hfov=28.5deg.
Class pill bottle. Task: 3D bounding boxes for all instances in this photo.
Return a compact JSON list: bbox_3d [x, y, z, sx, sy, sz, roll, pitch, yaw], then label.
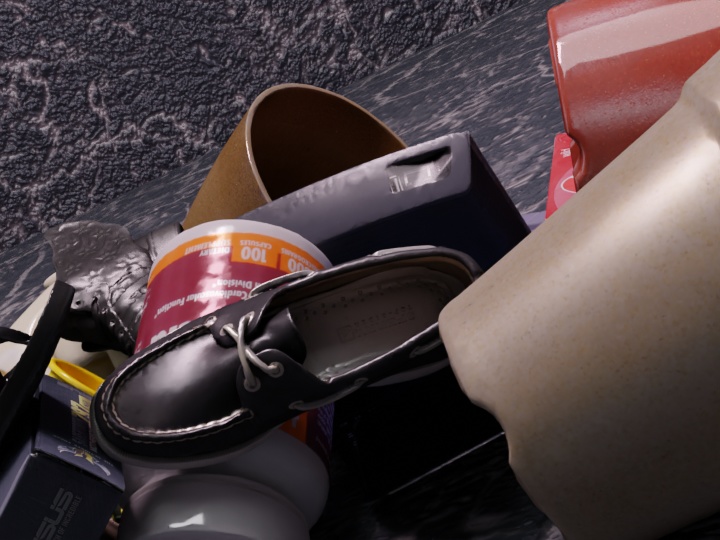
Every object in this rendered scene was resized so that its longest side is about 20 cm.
[{"bbox_3d":[-0.071,0.080,0.756,0.114,0.114,0.200,-20,43,22],"label":"pill bottle"}]

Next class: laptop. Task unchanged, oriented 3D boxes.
[{"bbox_3d":[0.057,0.042,0.823,0.177,0.104,0.200,-26,28,-8],"label":"laptop"}]

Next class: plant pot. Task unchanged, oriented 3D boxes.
[{"bbox_3d":[0.209,-0.092,0.780,0.194,0.202,0.201,-10,16,9],"label":"plant pot"},{"bbox_3d":[-0.061,-0.001,1.031,0.200,0.186,0.186,-43,1,35],"label":"plant pot"},{"bbox_3d":[0.143,0.025,0.615,0.183,0.201,0.201,-34,11,11],"label":"plant pot"}]

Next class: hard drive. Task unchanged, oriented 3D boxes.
[{"bbox_3d":[0.000,0.000,0.860,0.199,0.135,0.042,-21,48,17],"label":"hard drive"}]

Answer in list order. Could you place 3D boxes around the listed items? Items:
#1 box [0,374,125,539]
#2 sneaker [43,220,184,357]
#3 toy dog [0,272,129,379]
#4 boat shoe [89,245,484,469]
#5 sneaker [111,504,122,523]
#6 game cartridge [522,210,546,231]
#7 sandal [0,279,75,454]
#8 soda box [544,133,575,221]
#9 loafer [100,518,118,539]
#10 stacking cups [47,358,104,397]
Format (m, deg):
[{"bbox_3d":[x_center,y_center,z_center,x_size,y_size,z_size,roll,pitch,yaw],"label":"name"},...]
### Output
[{"bbox_3d":[-0.185,0.162,0.700,0.201,0.051,0.158,-62,15,3],"label":"box"},{"bbox_3d":[-0.154,0.033,0.922,0.104,0.060,0.200,-17,44,2],"label":"sneaker"},{"bbox_3d":[-0.247,0.090,1.030,0.200,0.194,0.140,-30,-29,-1],"label":"toy dog"},{"bbox_3d":[-0.032,0.038,0.675,0.199,0.074,0.060,-14,-22,-14],"label":"boat shoe"},{"bbox_3d":[-0.119,0.142,0.879,0.085,0.074,0.200,-48,18,-2],"label":"sneaker"},{"bbox_3d":[0.070,0.009,1.104,0.129,0.039,0.200,-3,25,49],"label":"game cartridge"},{"bbox_3d":[-0.197,0.074,0.701,0.201,0.048,0.075,-51,16,36],"label":"sandal"},{"bbox_3d":[0.170,-0.044,1.001,0.070,0.064,0.200,-5,21,11],"label":"soda box"},{"bbox_3d":[-0.191,0.169,0.864,0.073,0.071,0.200,-33,15,-31],"label":"loafer"},{"bbox_3d":[-0.197,0.152,0.804,0.201,0.060,0.060,-62,17,-1],"label":"stacking cups"}]
